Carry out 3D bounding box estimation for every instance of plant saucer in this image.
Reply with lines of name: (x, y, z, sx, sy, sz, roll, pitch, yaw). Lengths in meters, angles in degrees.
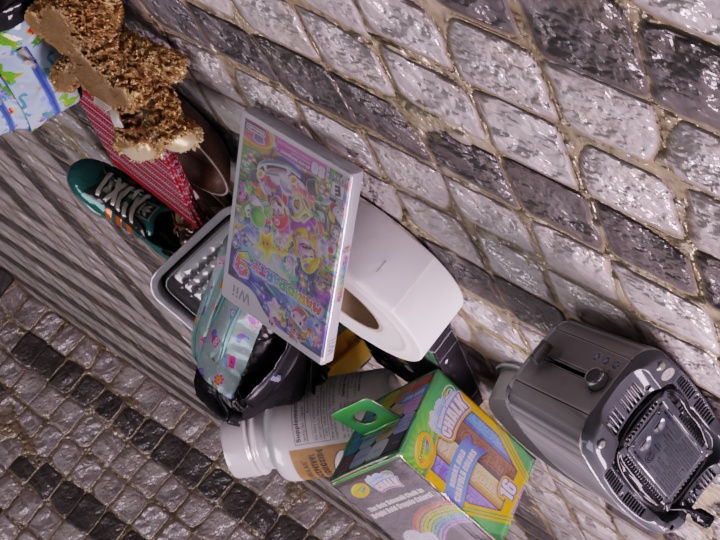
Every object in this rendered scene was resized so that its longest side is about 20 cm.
plant saucer: (-0.206, -0.155, 1.605, 0.200, 0.034, 0.200, 37, 167, 10)

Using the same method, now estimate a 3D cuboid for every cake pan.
cake pan: (0.210, 0.170, 1.580, 0.200, 0.037, 0.200, 36, 167, 10)

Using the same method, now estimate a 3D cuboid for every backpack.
backpack: (-0.100, 0.049, 1.666, 0.127, 0.200, 0.167, 29, -154, 22)
backpack: (-0.349, -0.224, 1.507, 0.163, 0.154, 0.200, 45, 179, 30)

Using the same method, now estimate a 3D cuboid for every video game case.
video game case: (-0.065, -0.031, 1.408, 0.143, 0.018, 0.200, 33, 128, 33)

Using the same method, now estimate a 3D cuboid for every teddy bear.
teddy bear: (-0.221, -0.183, 1.435, 0.200, 0.067, 0.145, 46, 143, -15)

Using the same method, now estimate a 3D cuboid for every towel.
towel: (-0.235, -0.128, 1.657, 0.145, 0.022, 0.200, 36, 165, 19)

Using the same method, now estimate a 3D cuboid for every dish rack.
dish rack: (-0.120, 0.022, 1.768, 0.200, 0.172, 0.044, 41, -154, -17)

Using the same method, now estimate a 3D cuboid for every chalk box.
chalk box: (0.061, 0.197, 1.632, 0.200, 0.124, 0.124, 44, 138, -16)

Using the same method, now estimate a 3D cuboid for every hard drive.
hard drive: (0.057, 0.082, 1.695, 0.140, 0.038, 0.200, 31, 166, 27)

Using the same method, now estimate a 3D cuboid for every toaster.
toaster: (0.212, 0.127, 1.277, 0.129, 0.114, 0.200, 28, 166, 51)

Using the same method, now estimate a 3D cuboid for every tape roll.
tape roll: (0.000, 0.000, 1.498, 0.202, 0.071, 0.202, 37, 167, 10)

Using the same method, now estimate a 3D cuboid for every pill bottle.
pill bottle: (-0.052, 0.181, 1.778, 0.200, 0.114, 0.114, -10, 150, 13)

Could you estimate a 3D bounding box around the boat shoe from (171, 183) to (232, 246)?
boat shoe: (-0.183, -0.057, 1.785, 0.200, 0.072, 0.072, 43, 166, -17)

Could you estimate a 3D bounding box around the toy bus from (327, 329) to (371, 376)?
toy bus: (-0.100, 0.071, 1.924, 0.192, 0.136, 0.200, 58, 160, -12)

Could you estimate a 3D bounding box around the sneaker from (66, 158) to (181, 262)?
sneaker: (-0.288, -0.082, 2.010, 0.200, 0.071, 0.080, 36, 163, -12)
